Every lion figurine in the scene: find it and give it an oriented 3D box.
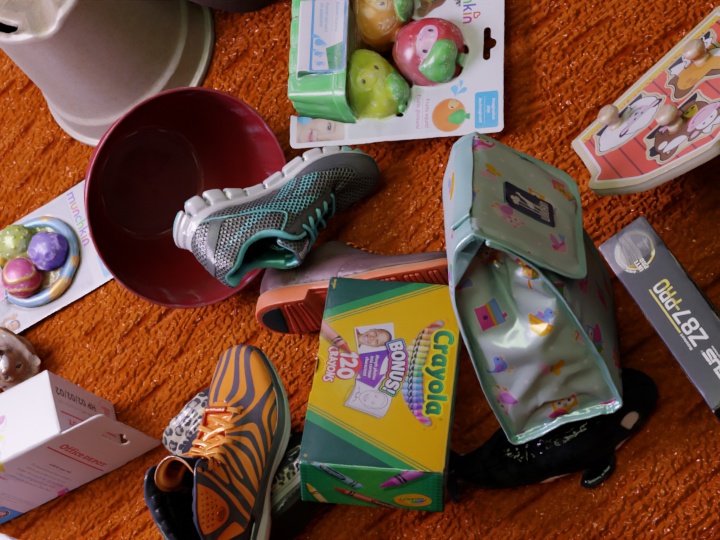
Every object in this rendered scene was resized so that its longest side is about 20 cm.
[{"bbox_3d":[-0.408,0.110,1.836,0.200,0.122,0.073,-41,16,26],"label":"lion figurine"}]

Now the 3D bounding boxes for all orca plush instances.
[{"bbox_3d":[0.142,0.126,1.549,0.198,0.071,0.106,-11,67,23],"label":"orca plush"}]

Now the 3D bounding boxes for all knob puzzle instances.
[{"bbox_3d":[0.258,-0.138,1.544,0.219,0.030,0.220,-38,22,18],"label":"knob puzzle"}]

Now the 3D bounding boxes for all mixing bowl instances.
[{"bbox_3d":[-0.174,-0.074,1.734,0.201,0.199,0.108,-60,29,-4],"label":"mixing bowl"}]

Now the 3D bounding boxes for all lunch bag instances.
[{"bbox_3d":[0.127,0.003,1.498,0.121,0.201,0.171,-20,30,17],"label":"lunch bag"}]

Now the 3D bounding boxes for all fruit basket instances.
[{"bbox_3d":[0.032,-0.204,1.715,0.198,0.094,0.187,-5,68,20],"label":"fruit basket"}]

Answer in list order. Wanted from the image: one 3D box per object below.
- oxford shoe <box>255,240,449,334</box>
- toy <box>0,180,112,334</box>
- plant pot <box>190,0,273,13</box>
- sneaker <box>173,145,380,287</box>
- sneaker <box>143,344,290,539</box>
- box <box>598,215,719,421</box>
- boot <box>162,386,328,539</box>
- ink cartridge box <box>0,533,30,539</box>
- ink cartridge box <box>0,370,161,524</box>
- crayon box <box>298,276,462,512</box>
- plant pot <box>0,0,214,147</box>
[{"bbox_3d":[0.000,0.000,1.672,0.198,0.071,0.073,-9,54,17],"label":"oxford shoe"},{"bbox_3d":[-0.339,-0.004,1.855,0.199,0.047,0.116,-31,62,14],"label":"toy"},{"bbox_3d":[-0.147,-0.329,1.786,0.185,0.200,0.189,-9,67,21],"label":"plant pot"},{"bbox_3d":[-0.062,-0.041,1.679,0.199,0.078,0.091,-24,53,-18],"label":"sneaker"},{"bbox_3d":[-0.120,0.148,1.568,0.077,0.112,0.202,-12,66,30],"label":"sneaker"},{"bbox_3d":[0.266,0.061,1.435,0.049,0.200,0.162,-34,60,9],"label":"box"},{"bbox_3d":[-0.072,0.142,1.654,0.203,0.073,0.154,-43,56,5],"label":"boot"},{"bbox_3d":[-0.271,0.357,1.631,0.147,0.145,0.201,26,85,31],"label":"ink cartridge box"},{"bbox_3d":[-0.297,0.158,1.735,0.199,0.115,0.068,-26,62,15],"label":"ink cartridge box"},{"bbox_3d":[0.021,0.101,1.567,0.118,0.059,0.201,4,48,5],"label":"crayon box"},{"bbox_3d":[-0.272,-0.246,1.831,0.199,0.183,0.202,-10,67,24],"label":"plant pot"}]
